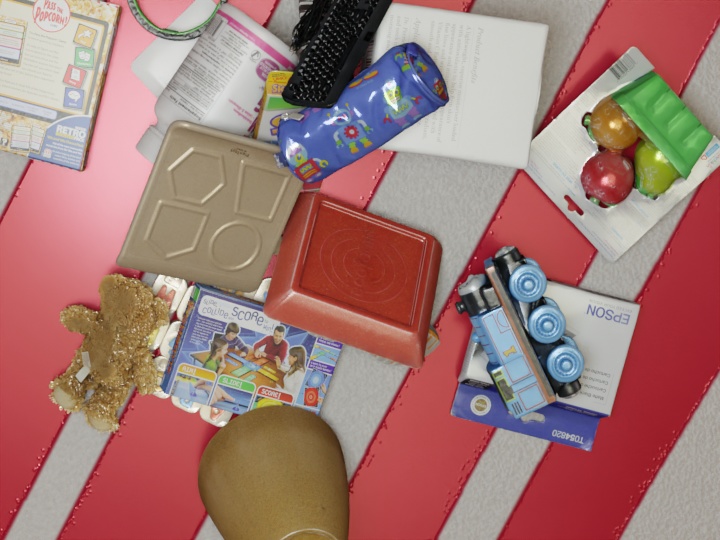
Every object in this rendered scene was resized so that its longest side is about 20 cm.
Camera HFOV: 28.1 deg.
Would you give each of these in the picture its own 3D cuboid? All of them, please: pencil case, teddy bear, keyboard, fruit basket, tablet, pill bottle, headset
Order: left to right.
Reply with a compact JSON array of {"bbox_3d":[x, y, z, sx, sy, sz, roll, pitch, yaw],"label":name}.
[{"bbox_3d":[-0.301,0.099,1.739,0.143,0.067,0.203,14,100,22],"label":"teddy bear"},{"bbox_3d":[-0.207,-0.370,1.677,0.122,0.094,0.203,10,96,-7],"label":"headset"},{"bbox_3d":[-0.169,-0.198,1.678,0.113,0.113,0.201,35,93,-8],"label":"pill bottle"},{"bbox_3d":[-0.166,-0.217,1.741,0.130,0.014,0.200,-43,99,1],"label":"tablet"},{"bbox_3d":[-0.034,-0.265,1.572,0.040,0.103,0.201,55,52,-44],"label":"keyboard"},{"bbox_3d":[-0.003,-0.172,1.565,0.199,0.078,0.087,-29,119,19],"label":"pencil case"},{"bbox_3d":[0.322,-0.142,1.770,0.185,0.094,0.200,45,107,-8],"label":"fruit basket"}]

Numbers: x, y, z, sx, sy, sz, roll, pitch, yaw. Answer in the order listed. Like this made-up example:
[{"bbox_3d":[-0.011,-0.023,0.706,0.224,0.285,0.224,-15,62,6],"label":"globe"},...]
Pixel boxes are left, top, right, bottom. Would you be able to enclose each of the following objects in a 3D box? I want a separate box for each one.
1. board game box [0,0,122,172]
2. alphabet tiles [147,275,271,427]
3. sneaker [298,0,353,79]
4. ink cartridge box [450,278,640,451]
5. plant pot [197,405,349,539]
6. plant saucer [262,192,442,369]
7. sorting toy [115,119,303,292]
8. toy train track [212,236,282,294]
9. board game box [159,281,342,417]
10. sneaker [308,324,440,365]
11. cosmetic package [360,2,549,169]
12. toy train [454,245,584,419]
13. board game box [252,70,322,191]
[{"bbox_3d":[-0.378,-0.233,1.702,0.150,0.046,0.203,15,95,-7],"label":"board game box"},{"bbox_3d":[-0.178,0.084,1.776,0.198,0.015,0.197,27,94,-8],"label":"alphabet tiles"},{"bbox_3d":[-0.034,-0.268,1.721,0.075,0.116,0.202,5,62,11],"label":"sneaker"},{"bbox_3d":[0.230,0.113,1.804,0.197,0.041,0.203,14,96,-7],"label":"ink cartridge box"},{"bbox_3d":[-0.088,0.289,1.692,0.184,0.200,0.189,-6,115,-12],"label":"plant pot"},{"bbox_3d":[0.000,0.000,1.704,0.198,0.201,0.037,19,138,-7],"label":"plant saucer"},{"bbox_3d":[-0.169,-0.073,1.660,0.183,0.037,0.201,12,118,-31],"label":"sorting toy"},{"bbox_3d":[-0.164,-0.001,1.752,0.113,0.033,0.203,12,95,-16],"label":"toy train track"},{"bbox_3d":[-0.129,0.108,1.746,0.198,0.034,0.137,19,95,-23],"label":"board game box"},{"bbox_3d":[0.015,0.053,1.754,0.198,0.078,0.078,23,129,-30],"label":"sneaker"},{"bbox_3d":[0.101,-0.218,1.688,0.197,0.165,0.167,8,97,-6],"label":"cosmetic package"},{"bbox_3d":[0.192,0.074,1.735,0.113,0.087,0.202,-26,97,5],"label":"toy train"},{"bbox_3d":[-0.075,-0.159,1.672,0.094,0.201,0.030,2,55,-13],"label":"board game box"}]
